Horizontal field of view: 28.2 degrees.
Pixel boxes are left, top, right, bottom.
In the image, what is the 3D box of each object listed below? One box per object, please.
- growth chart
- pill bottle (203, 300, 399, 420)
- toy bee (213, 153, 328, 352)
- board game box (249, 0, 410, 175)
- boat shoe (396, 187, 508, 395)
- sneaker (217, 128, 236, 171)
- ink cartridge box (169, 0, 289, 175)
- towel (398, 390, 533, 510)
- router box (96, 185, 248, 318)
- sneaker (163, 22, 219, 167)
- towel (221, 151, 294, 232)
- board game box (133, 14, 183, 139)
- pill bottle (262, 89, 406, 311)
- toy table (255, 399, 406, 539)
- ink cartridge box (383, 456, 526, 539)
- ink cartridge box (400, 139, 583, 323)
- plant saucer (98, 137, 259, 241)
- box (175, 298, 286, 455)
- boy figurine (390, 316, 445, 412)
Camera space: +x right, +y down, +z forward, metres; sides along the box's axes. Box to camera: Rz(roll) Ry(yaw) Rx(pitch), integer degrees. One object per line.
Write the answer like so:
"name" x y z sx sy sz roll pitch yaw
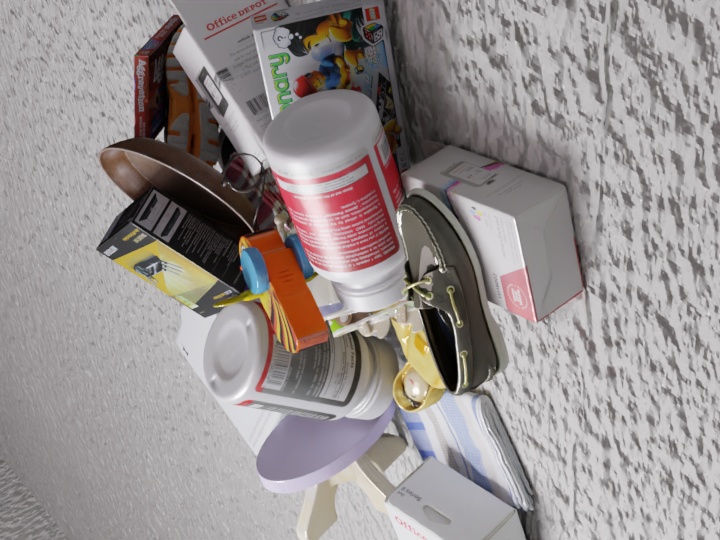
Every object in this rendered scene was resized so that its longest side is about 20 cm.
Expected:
"growth chart" 0.000 0.000 1.481 0.199 0.018 0.145 -7 81 26
"pill bottle" -0.063 0.104 1.588 0.114 0.199 0.114 -21 63 47
"toy bee" -0.085 -0.003 1.463 0.109 0.130 0.201 122 149 -65
"board game box" -0.026 -0.164 1.391 0.035 0.126 0.201 -106 3 -55
"boat shoe" 0.076 0.022 1.327 0.072 0.060 0.202 12 130 56
"sneaker" -0.106 -0.136 1.621 0.099 0.071 0.200 55 150 20
"ink cartridge box" -0.113 -0.217 1.499 0.200 0.116 0.067 57 155 5
"towel" 0.114 0.201 1.648 0.200 0.024 0.147 0 117 61
"router box" -0.204 -0.016 1.628 0.157 0.052 0.200 33 162 -13
"sneaker" -0.189 -0.195 1.623 0.077 0.078 0.201 145 135 -75
"towel" -0.099 -0.030 1.606 0.200 0.030 0.146 54 154 2
"board game box" -0.226 -0.219 1.635 0.200 0.019 0.103 -76 -11 -67
"pill bottle" -0.011 -0.063 1.373 0.112 0.112 0.200 28 147 47
"toy table" -0.026 0.229 1.723 0.184 0.200 0.117 28 145 52
"ink cartridge box" 0.124 0.333 1.664 0.145 0.087 0.200 27 149 43
"ink cartridge box" 0.109 -0.042 1.343 0.200 0.067 0.117 26 140 49
"plant saucer" -0.190 -0.086 1.555 0.200 0.035 0.200 27 162 10
"box" -0.123 0.098 1.836 0.200 0.130 0.199 53 154 13
"boy figurine" 0.072 0.078 1.547 0.124 0.064 0.200 44 147 23
